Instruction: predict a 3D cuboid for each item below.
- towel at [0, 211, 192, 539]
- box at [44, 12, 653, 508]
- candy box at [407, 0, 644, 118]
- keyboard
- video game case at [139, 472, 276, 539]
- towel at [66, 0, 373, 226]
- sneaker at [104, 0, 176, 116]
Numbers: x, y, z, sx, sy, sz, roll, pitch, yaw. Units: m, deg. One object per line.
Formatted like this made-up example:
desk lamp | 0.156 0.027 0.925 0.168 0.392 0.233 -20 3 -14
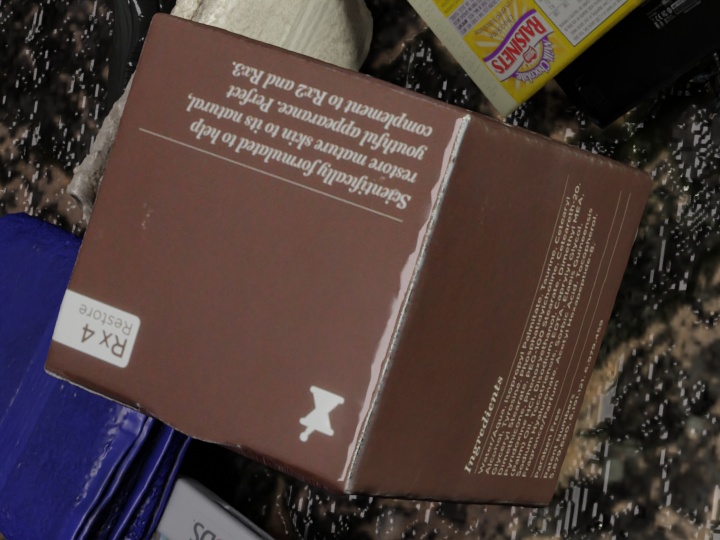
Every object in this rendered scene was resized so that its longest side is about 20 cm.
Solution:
towel | -0.150 0.061 1.429 0.200 0.049 0.148 26 88 50
box | 0.000 0.000 1.255 0.165 0.200 0.165 20 94 29
candy box | 0.082 -0.148 1.239 0.102 0.026 0.200 49 147 -1
keyboard | 0.147 -0.122 1.243 0.104 0.040 0.200 53 148 -2
video game case | -0.088 0.210 1.310 0.182 0.024 0.201 27 94 61
towel | -0.059 -0.077 1.319 0.034 0.133 0.201 16 67 27
sneaker | -0.100 -0.115 1.429 0.091 0.076 0.201 125 153 -60
